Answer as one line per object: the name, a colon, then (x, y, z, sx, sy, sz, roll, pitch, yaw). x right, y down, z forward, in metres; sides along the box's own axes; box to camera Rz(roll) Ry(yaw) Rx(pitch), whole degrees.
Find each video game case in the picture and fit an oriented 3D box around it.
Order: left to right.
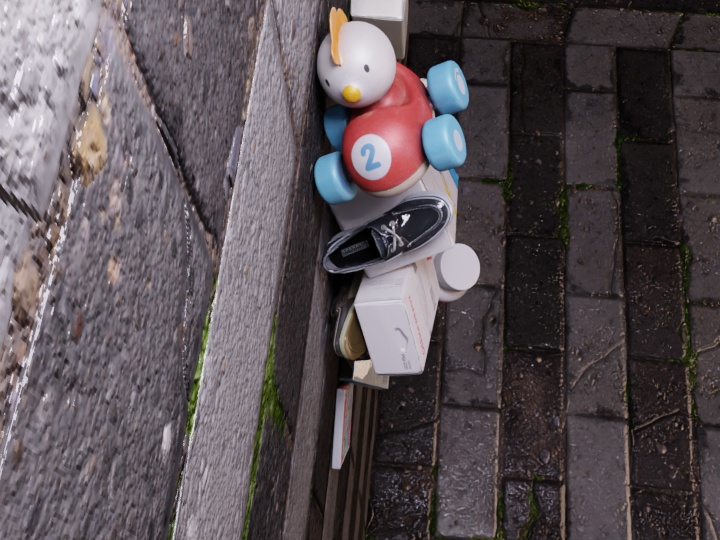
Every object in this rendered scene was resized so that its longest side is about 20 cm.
video game case: (-0.033, 0.286, 1.654, 0.200, 0.017, 0.147, 1, 92, -86)

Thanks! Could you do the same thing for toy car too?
toy car: (0.005, -0.207, 1.004, 0.201, 0.181, 0.180, 49, 37, -41)

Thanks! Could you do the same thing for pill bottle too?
pill bottle: (0.141, 0.007, 1.619, 0.199, 0.109, 0.114, 159, -63, -67)

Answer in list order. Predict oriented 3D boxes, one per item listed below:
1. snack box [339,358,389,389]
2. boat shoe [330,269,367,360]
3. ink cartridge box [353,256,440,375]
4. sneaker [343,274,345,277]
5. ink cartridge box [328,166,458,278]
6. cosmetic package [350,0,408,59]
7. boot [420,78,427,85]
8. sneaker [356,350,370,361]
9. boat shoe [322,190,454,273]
snack box: (0.015, 0.116, 1.647, 0.115, 0.036, 0.205, 22, 69, -50)
boat shoe: (-0.015, 0.067, 1.347, 0.201, 0.063, 0.075, -66, 144, -54)
ink cartridge box: (0.062, 0.043, 1.354, 0.202, 0.083, 0.148, -73, 152, -52)
sneaker: (0.000, 0.000, 1.530, 0.088, 0.073, 0.205, -36, 132, -69)
ink cartridge box: (0.055, -0.121, 1.305, 0.146, 0.145, 0.202, 58, 23, -28)
cosmetic package: (0.034, -0.427, 1.414, 0.200, 0.085, 0.106, 58, 38, -85)
boot: (0.104, -0.207, 1.451, 0.203, 0.143, 0.072, -59, 166, 3)
sneaker: (0.027, 0.121, 1.585, 0.199, 0.076, 0.082, 3, 73, -60)
boat shoe: (0.036, -0.048, 1.185, 0.068, 0.196, 0.073, -59, 127, -68)
